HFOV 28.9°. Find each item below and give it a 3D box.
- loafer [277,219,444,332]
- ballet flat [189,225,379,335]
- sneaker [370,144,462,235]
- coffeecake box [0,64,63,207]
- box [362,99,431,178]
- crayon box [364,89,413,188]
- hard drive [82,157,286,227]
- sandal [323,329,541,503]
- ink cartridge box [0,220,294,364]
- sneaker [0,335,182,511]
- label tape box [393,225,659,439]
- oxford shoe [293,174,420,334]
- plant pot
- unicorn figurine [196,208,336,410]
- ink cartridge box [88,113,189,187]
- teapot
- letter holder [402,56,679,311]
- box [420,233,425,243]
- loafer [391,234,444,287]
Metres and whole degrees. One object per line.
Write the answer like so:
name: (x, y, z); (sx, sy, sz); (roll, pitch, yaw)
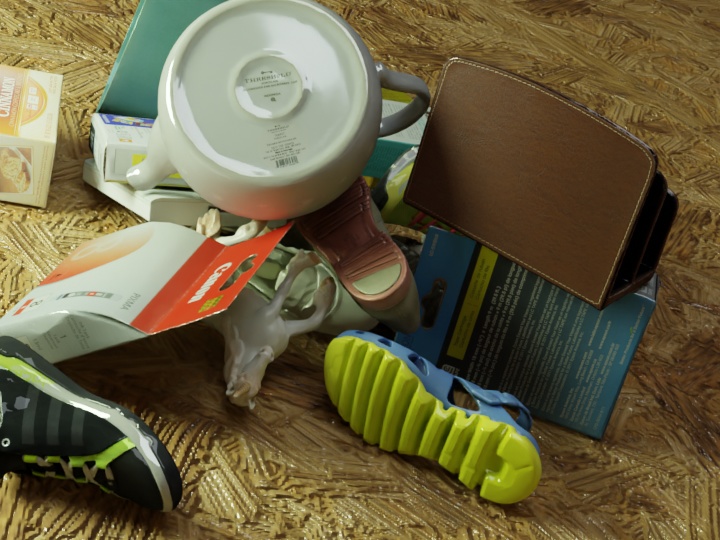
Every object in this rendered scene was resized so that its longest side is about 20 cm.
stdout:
loafer: (0.000, 0.000, 1.290); (0.200, 0.069, 0.075); (43, 39, 12)
ballet flat: (-0.074, 0.005, 1.227); (0.199, 0.070, 0.069); (24, 28, 24)
sneaker: (0.076, -0.063, 1.335); (0.090, 0.078, 0.199); (49, 27, 17)
coffeecake box: (-0.387, -0.141, 1.317); (0.198, 0.074, 0.154); (9, 30, -14)
box: (0.082, -0.131, 1.484); (0.198, 0.049, 0.083); (7, 37, -23)
crayon box: (0.033, -0.148, 1.589); (0.126, 0.051, 0.200); (-3, 33, -33)
hard drive: (-0.167, -0.073, 1.303); (0.131, 0.027, 0.200); (1, 14, -28)
sandal: (0.061, 0.110, 1.120); (0.199, 0.080, 0.087); (32, 27, 10)
ink cartridge box: (-0.167, 0.004, 1.084); (0.198, 0.051, 0.162); (-19, 18, 25)
sneaker: (-0.213, 0.124, 0.967); (0.199, 0.072, 0.083); (28, 54, 22)
label tape box: (0.139, 0.042, 1.203); (0.198, 0.145, 0.063); (20, 28, 5)
oxford shoe: (-0.005, -0.020, 1.192); (0.070, 0.074, 0.201); (-28, 45, 3)
plant pot: (-0.168, -0.221, 1.468); (0.160, 0.202, 0.201); (23, 26, -13)
unicorn figurine: (-0.090, 0.033, 1.145); (0.138, 0.074, 0.199); (-47, 42, -12)
ink cartridge box: (-0.151, -0.110, 1.321); (0.198, 0.048, 0.198); (6, 11, -16)
teapot: (-0.070, -0.124, 1.166); (0.199, 0.146, 0.198); (30, 74, 9)
letter holder: (0.155, -0.086, 1.135); (0.199, 0.143, 0.100); (30, 29, 26)
box: (0.167, -0.030, 1.461); (0.198, 0.042, 0.156); (19, 28, 2)
loafer: (0.077, 0.003, 1.325); (0.199, 0.063, 0.072); (34, 33, 28)
